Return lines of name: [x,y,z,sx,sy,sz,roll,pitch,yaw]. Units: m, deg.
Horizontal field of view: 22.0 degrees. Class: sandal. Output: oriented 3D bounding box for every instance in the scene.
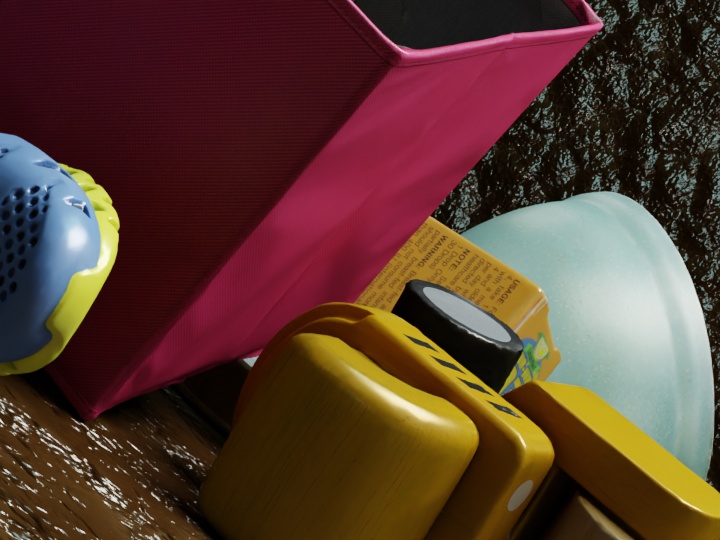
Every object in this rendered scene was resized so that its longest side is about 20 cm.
sandal: [-0.159,-0.029,0.623,0.200,0.080,0.087,28,-3,41]

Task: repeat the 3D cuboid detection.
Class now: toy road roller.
toy road roller: [0.029,0.094,0.716,0.200,0.123,0.146,38,15,29]

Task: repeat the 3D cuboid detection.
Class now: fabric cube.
fabric cube: [-0.062,-0.092,0.755,0.196,0.199,0.200,49,28,12]

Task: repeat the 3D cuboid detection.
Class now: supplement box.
supplement box: [0.000,0.000,0.899,0.200,0.069,0.067,31,-20,29]

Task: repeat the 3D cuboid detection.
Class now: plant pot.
plant pot: [0.078,0.061,0.989,0.133,0.201,0.200,-4,20,-23]

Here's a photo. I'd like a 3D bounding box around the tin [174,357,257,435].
tin: [-0.073,0.054,1.030,0.200,0.042,0.112,39,-1,44]
